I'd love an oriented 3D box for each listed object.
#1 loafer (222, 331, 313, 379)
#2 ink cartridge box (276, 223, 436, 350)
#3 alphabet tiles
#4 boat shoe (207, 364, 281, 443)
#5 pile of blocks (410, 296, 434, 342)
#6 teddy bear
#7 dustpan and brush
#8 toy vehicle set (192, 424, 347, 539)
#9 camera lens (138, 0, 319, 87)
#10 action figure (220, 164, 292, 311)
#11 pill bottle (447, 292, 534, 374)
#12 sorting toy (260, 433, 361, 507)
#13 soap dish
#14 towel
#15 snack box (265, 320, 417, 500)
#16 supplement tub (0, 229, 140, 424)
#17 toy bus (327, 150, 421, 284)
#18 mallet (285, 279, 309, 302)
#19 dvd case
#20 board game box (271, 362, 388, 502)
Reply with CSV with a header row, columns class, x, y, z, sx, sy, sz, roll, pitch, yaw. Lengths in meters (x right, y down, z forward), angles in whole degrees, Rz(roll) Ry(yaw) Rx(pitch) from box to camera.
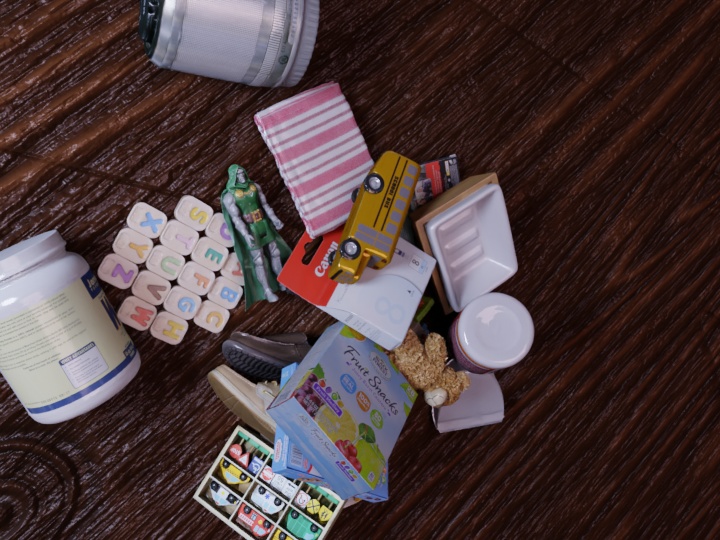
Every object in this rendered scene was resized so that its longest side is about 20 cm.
class,x,y,z,sx,sy,sz,roll,pitch,yaw
loafer,-0.116,0.128,0.955,0.199,0.073,0.071,22,55,-28
ink cartridge box,0.000,0.000,0.927,0.199,0.047,0.160,32,56,-7
alphabet tiles,-0.255,0.000,0.885,0.195,0.015,0.201,32,83,-27
boat shoe,-0.136,0.202,0.934,0.200,0.074,0.069,41,58,-4
pile of blocks,0.100,0.101,1.041,0.082,0.062,0.201,-25,117,-35
teddy bear,0.081,0.151,0.984,0.145,0.067,0.201,-28,110,9
dustpan and brush,0.191,0.179,1.123,0.139,0.057,0.201,-6,107,-16
toy vehicle set,-0.133,0.335,0.919,0.199,0.027,0.125,29,82,18
camera lens,-0.170,-0.325,0.792,0.199,0.160,0.161,4,97,-27
action figure,-0.150,-0.056,0.900,0.118,0.055,0.201,-36,115,-42
pill bottle,0.199,0.107,1.002,0.112,0.200,0.114,0,76,0
sorting toy,-0.077,0.287,0.990,0.199,0.107,0.181,-14,85,-24
soap dish,0.169,-0.045,1.026,0.157,0.081,0.201,-32,127,-14
towel,-0.056,-0.167,0.939,0.146,0.030,0.201,-30,103,-21
snack box,-0.017,0.185,0.885,0.169,0.068,0.200,51,35,-11
supplement tub,-0.377,0.067,0.761,0.145,0.145,0.201,-29,110,-19
toy bus,0.019,-0.072,0.904,0.078,0.065,0.201,24,69,-13
mallet,-0.041,0.069,0.970,0.199,0.041,0.066,20,93,-40
dvd case,0.085,-0.100,1.035,0.199,0.022,0.147,-18,106,-24
board game box,-0.036,0.241,0.915,0.200,0.037,0.152,31,47,-35
